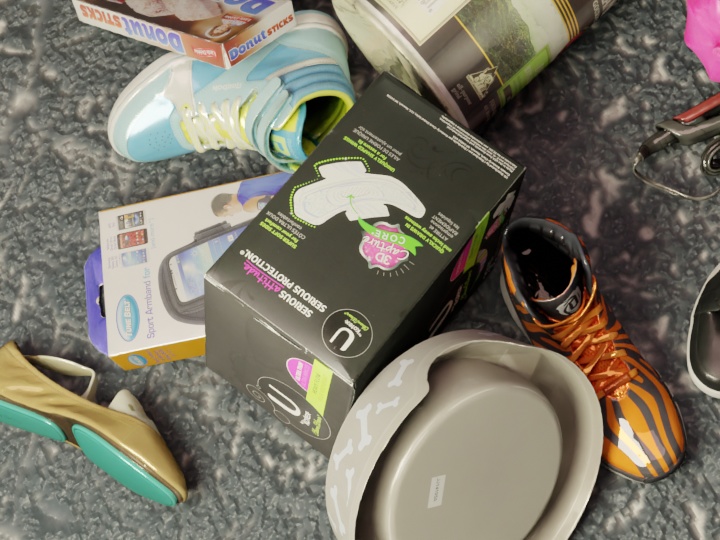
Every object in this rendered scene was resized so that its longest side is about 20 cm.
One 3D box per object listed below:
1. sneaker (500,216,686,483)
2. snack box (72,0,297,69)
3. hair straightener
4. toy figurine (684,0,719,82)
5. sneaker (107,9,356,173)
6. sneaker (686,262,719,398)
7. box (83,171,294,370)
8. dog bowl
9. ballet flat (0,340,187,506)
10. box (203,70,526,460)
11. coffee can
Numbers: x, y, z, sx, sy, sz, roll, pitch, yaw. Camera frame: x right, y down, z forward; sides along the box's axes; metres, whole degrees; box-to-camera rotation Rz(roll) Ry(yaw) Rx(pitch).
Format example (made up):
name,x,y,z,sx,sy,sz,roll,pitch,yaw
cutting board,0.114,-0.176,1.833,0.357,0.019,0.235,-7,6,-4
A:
name,x,y,z,sx,sy,sz,roll,pitch,yaw
sneaker,0.148,0.050,1.170,0.077,0.112,0.201,-34,69,-1
snack box,-0.139,-0.200,1.338,0.072,0.025,0.199,-36,38,-28
hair straightener,0.286,-0.107,1.233,0.198,0.041,0.077,-26,66,-3
toy figurine,0.294,-0.205,1.209,0.198,0.150,0.186,12,64,-12
sneaker,-0.093,-0.112,1.296,0.198,0.080,0.131,-25,43,5
sneaker,0.275,-0.017,1.165,0.073,0.112,0.201,28,79,23
box,-0.117,0.000,1.300,0.197,0.042,0.120,-11,68,8
dog bowl,0.064,0.130,1.126,0.200,0.200,0.059,-48,41,-7
ballet flat,-0.199,0.104,1.270,0.198,0.069,0.063,24,63,20
box,0.000,0.000,1.177,0.124,0.149,0.200,35,65,12
coffee can,0.098,-0.211,1.266,0.200,0.146,0.146,-42,65,-3
